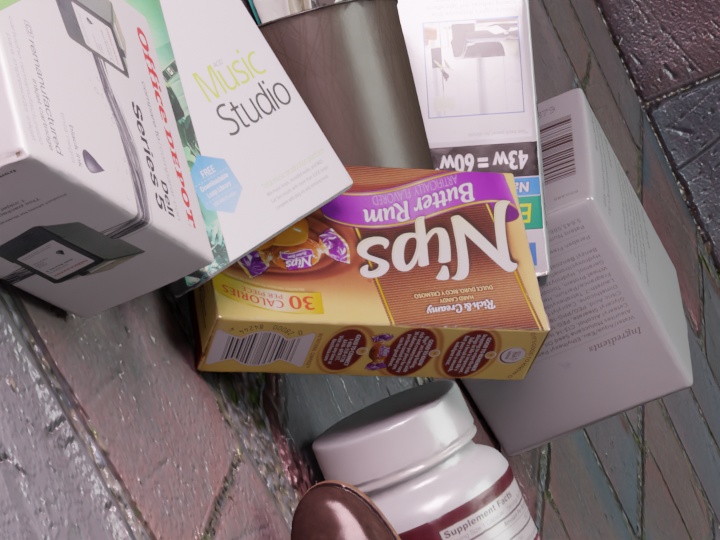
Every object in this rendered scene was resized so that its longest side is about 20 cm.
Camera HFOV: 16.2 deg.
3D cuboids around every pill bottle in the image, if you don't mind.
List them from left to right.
[{"bbox_3d":[0.053,0.176,1.528,0.201,0.114,0.114,66,15,-6],"label":"pill bottle"}]

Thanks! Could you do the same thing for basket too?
[{"bbox_3d":[-0.015,-0.053,1.583,0.180,0.135,0.201,159,-85,-81],"label":"basket"}]

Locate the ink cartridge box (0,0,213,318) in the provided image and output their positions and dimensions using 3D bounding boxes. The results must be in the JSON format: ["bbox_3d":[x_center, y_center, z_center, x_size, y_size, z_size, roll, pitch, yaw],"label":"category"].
[{"bbox_3d":[-0.159,-0.076,1.192,0.200,0.084,0.146,33,38,-65],"label":"ink cartridge box"}]

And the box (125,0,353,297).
[{"bbox_3d":[-0.102,-0.101,1.371,0.200,0.036,0.144,57,39,-2],"label":"box"}]

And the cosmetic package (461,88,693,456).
[{"bbox_3d":[0.144,0.002,1.985,0.200,0.164,0.165,59,18,-29],"label":"cosmetic package"}]

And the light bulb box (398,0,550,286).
[{"bbox_3d":[0.063,-0.087,1.747,0.198,0.124,0.201,32,54,-86],"label":"light bulb box"}]

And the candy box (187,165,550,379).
[{"bbox_3d":[0.000,0.000,1.455,0.057,0.199,0.117,113,-26,-50],"label":"candy box"}]

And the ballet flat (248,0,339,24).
[{"bbox_3d":[-0.039,-0.163,1.768,0.069,0.069,0.201,33,38,-65],"label":"ballet flat"}]

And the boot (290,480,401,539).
[{"bbox_3d":[-0.015,0.199,1.336,0.166,0.072,0.201,33,42,-69],"label":"boot"}]
